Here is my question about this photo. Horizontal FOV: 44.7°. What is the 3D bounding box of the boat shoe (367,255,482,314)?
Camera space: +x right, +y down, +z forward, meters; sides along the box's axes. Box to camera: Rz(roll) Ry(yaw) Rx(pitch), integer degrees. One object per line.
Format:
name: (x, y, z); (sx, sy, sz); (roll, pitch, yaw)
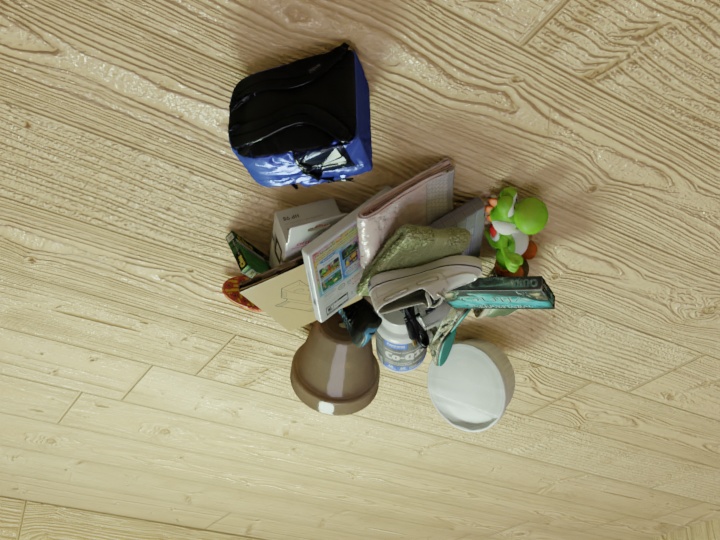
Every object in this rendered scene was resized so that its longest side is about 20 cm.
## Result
boat shoe: (0.112, 0.028, 1.448); (0.195, 0.067, 0.073); (-9, 149, -9)

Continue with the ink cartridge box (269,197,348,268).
ink cartridge box: (-0.092, -0.056, 1.538); (0.113, 0.068, 0.201); (-15, 152, -19)

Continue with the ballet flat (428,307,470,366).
ballet flat: (0.175, 0.116, 1.845); (0.075, 0.068, 0.202); (36, 138, 17)

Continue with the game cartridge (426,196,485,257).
game cartridge: (0.161, -0.041, 1.567); (0.128, 0.039, 0.201); (-34, 154, -16)

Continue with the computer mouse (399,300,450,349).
computer mouse: (0.134, 0.070, 1.686); (0.043, 0.112, 0.199); (-19, -172, 30)

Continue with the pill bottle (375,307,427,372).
pill bottle: (0.084, 0.118, 1.804); (0.111, 0.116, 0.201); (-1, 148, 3)

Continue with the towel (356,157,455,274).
towel: (0.078, -0.079, 1.477); (0.189, 0.032, 0.201); (-31, 151, -14)

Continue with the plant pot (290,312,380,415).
plant pot: (-0.044, 0.175, 1.852); (0.195, 0.203, 0.177); (5, 132, -7)

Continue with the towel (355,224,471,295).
towel: (0.085, -0.011, 1.475); (0.145, 0.037, 0.201); (3, 146, -28)

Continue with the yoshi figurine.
yoshi figurine: (0.282, -0.064, 1.530); (0.110, 0.114, 0.201); (-18, 144, 0)

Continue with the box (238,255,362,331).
box: (-0.104, 0.039, 1.573); (0.161, 0.022, 0.200); (-23, 149, 13)

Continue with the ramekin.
ramekin: (0.252, 0.246, 1.944); (0.200, 0.206, 0.094); (-26, 177, 37)

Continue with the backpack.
backpack: (-0.083, -0.196, 1.256); (0.195, 0.166, 0.169); (-8, 151, 12)

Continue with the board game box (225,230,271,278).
board game box: (-0.168, 0.008, 1.644); (0.023, 0.106, 0.199); (-40, 135, 12)

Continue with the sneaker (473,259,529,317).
sneaker: (0.298, 0.033, 1.719); (0.088, 0.068, 0.201); (3, 149, -20)

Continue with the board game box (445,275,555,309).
board game box: (0.249, 0.042, 1.608); (0.195, 0.029, 0.135); (-1, 163, 23)

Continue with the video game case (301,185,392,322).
video game case: (-0.011, -0.026, 1.518); (0.199, 0.024, 0.184); (-37, 145, -22)

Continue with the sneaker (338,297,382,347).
sneaker: (-0.013, 0.088, 1.704); (0.082, 0.200, 0.073); (42, 92, -14)

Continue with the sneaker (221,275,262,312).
sneaker: (-0.184, 0.061, 1.760); (0.196, 0.075, 0.077); (14, 156, -16)
